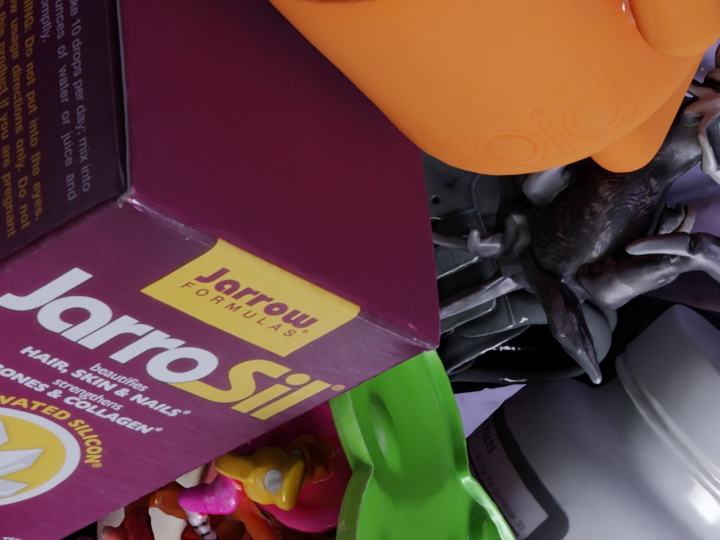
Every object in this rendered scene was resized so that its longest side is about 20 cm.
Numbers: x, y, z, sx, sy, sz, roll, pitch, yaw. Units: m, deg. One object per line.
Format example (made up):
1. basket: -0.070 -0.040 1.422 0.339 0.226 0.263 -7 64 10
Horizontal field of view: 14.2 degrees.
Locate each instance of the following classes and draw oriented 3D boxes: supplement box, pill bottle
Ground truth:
1. supplement box: -0.094 -0.001 0.847 0.200 0.103 0.131 -29 142 32
2. pill bottle: 0.062 0.107 0.984 0.200 0.111 0.111 -43 134 12

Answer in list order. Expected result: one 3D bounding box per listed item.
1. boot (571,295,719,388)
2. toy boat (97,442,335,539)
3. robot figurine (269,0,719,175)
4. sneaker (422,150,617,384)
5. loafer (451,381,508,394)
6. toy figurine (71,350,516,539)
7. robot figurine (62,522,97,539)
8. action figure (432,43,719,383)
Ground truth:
1. boot: 0.173 0.053 1.065 0.200 0.070 0.132 15 -172 33
2. toy boat: -0.033 0.101 1.077 0.130 0.131 0.200 1 120 -5
3. robot figurine: 0.027 -0.103 0.775 0.117 0.144 0.200 -35 138 12
4. sneaker: 0.007 -0.024 0.927 0.200 0.099 0.071 18 148 -21
5. loafer: 0.000 0.000 0.999 0.200 0.071 0.068 12 154 -40
6. toy figurine: -0.050 0.125 0.897 0.184 0.201 0.150 -19 169 23
7. robot figurine: -0.172 0.140 1.201 0.125 0.151 0.200 -8 157 -32
8. action figure: 0.114 -0.028 0.874 0.200 0.119 0.102 -27 140 21
